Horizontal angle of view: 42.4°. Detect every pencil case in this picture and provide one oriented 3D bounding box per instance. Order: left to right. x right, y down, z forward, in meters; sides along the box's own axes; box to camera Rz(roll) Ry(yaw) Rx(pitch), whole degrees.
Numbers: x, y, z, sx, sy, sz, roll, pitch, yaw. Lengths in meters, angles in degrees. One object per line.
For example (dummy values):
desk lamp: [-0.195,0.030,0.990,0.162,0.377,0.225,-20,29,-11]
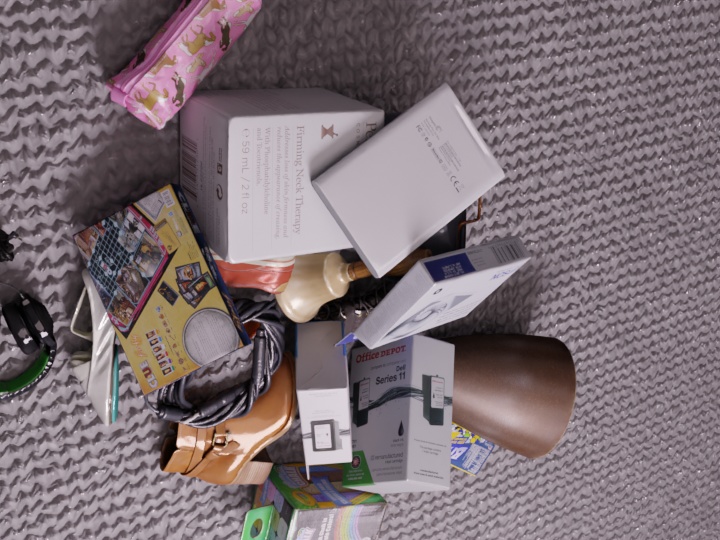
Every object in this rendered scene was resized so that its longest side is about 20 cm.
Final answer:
pencil case: [-0.200,-0.254,1.053,0.086,0.083,0.201,40,86,-35]

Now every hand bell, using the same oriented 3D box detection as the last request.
hand bell: [0.000,0.000,1.138,0.104,0.198,0.106,22,64,-53]

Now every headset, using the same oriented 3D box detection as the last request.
headset: [-0.412,0.054,1.061,0.122,0.094,0.202,-5,126,-34]

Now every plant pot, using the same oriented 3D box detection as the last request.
plant pot: [0.191,0.173,1.407,0.197,0.187,0.189,15,101,-20]

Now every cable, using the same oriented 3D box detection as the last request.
cable: [-0.162,0.118,1.146,0.200,0.051,0.163,-48,137,2]

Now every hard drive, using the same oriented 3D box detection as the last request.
hard drive: [0.058,-0.105,1.071,0.199,0.026,0.133,-38,100,-15]

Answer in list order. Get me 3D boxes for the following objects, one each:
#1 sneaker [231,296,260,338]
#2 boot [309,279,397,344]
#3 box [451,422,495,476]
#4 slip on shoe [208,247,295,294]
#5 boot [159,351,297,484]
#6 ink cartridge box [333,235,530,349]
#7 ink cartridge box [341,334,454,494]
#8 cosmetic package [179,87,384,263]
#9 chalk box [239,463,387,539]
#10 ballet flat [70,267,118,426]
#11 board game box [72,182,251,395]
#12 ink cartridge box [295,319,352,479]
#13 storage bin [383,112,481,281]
sneaker: [-0.200,0.067,1.170,0.199,0.077,0.074,12,102,-48]
boot: [0.008,0.049,1.266,0.172,0.070,0.201,-9,142,-29]
box: [0.114,0.248,1.436,0.199,0.070,0.065,31,92,-35]
slip on shoe: [-0.177,-0.008,1.121,0.197,0.074,0.062,7,110,3]
boot: [-0.177,0.194,1.249,0.154,0.077,0.202,14,107,-30]
ink cartridge box: [0.090,0.041,1.167,0.198,0.041,0.200,-15,157,-44]
ink cartridge box: [0.053,0.200,1.291,0.082,0.146,0.203,19,65,-34]
cosmetic package: [-0.098,-0.122,1.113,0.198,0.166,0.170,-8,112,-29]
chalk box: [-0.084,0.359,1.329,0.198,0.124,0.126,6,106,-31]
ballet flat: [-0.320,0.088,1.127,0.069,0.069,0.203,1,103,-31]
board game box: [-0.227,0.022,1.061,0.134,0.035,0.202,-25,88,8]
ink cartridge box: [-0.048,0.177,1.245,0.067,0.117,0.202,-3,135,-1]
storage bin: [0.082,-0.100,1.178,0.143,0.134,0.203,1,75,7]
